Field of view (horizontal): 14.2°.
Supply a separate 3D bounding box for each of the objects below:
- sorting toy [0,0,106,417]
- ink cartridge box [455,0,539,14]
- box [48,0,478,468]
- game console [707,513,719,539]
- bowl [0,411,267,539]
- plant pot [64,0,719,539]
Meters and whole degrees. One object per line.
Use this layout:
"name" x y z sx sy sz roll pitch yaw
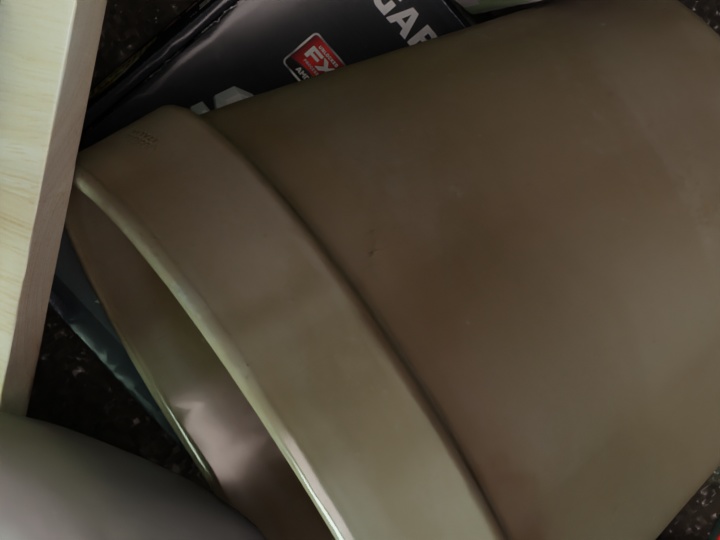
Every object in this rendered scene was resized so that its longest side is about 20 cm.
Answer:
"sorting toy" -0.186 -0.015 0.784 0.200 0.070 0.199 19 109 19
"ink cartridge box" 0.088 -0.142 0.793 0.048 0.200 0.146 42 81 -13
"box" 0.000 0.000 0.927 0.159 0.046 0.200 -39 105 8
"game console" 0.180 0.011 0.886 0.031 0.177 0.200 34 104 16
"bowl" -0.078 0.144 0.768 0.074 0.200 0.200 10 84 21
"plant pot" 0.036 0.010 0.825 0.173 0.200 0.200 -34 107 -11
